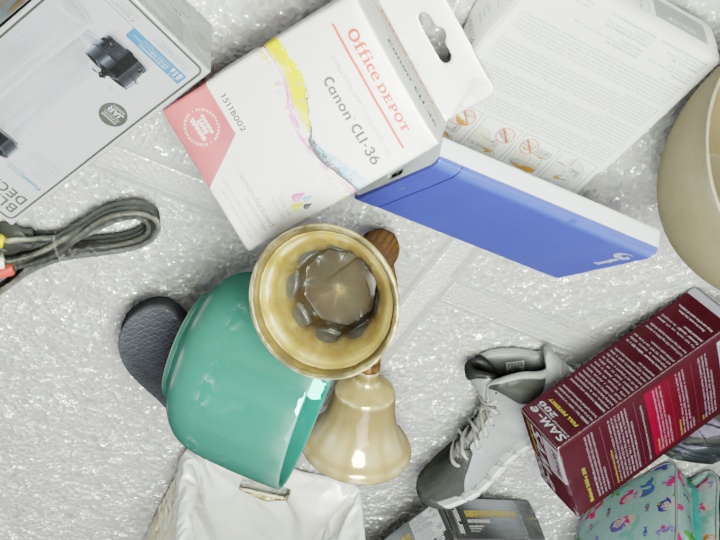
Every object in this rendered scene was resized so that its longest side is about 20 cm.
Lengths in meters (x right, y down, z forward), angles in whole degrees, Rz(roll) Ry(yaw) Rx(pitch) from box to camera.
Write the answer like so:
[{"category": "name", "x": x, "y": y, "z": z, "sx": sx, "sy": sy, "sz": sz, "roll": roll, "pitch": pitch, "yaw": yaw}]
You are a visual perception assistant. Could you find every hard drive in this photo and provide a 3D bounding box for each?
[{"category": "hard drive", "x": 0.111, "y": -0.043, "z": 0.879, "sx": 0.198, "sy": 0.026, "sz": 0.132, "roll": 20, "pitch": 164, "yaw": -24}]

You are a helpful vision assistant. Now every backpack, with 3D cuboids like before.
[{"category": "backpack", "x": 0.302, "y": 0.313, "z": 1.182, "sx": 0.150, "sy": 0.178, "sz": 0.200, "roll": 40, "pitch": 124, "yaw": -10}]

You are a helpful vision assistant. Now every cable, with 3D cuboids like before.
[{"category": "cable", "x": -0.254, "y": -0.008, "z": 0.892, "sx": 0.197, "sy": 0.051, "sz": 0.098, "roll": -1, "pitch": 134, "yaw": -5}]

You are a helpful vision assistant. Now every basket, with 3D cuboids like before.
[{"category": "basket", "x": -0.110, "y": 0.308, "z": 1.111, "sx": 0.196, "sy": 0.202, "sz": 0.161, "roll": 17, "pitch": 134, "yaw": -21}]

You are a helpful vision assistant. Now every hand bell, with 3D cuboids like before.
[{"category": "hand bell", "x": 0.000, "y": 0.000, "z": 0.844, "sx": 0.103, "sy": 0.200, "sz": 0.106, "roll": 3, "pitch": 103, "yaw": 14}, {"category": "hand bell", "x": 0.010, "y": 0.076, "z": 0.998, "sx": 0.103, "sy": 0.105, "sz": 0.202, "roll": 3, "pitch": 120, "yaw": -10}]

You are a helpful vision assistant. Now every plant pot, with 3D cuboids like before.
[{"category": "plant pot", "x": 0.298, "y": -0.060, "z": 0.847, "sx": 0.198, "sy": 0.203, "sz": 0.134, "roll": 12, "pitch": 166, "yaw": -18}]

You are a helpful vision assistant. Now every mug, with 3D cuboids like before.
[{"category": "mug", "x": -0.087, "y": 0.084, "z": 0.909, "sx": 0.113, "sy": 0.153, "sz": 0.185, "roll": 21, "pitch": 161, "yaw": 5}]

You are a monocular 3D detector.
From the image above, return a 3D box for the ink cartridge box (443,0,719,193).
[{"category": "ink cartridge box", "x": 0.135, "y": -0.133, "z": 0.841, "sx": 0.160, "sy": 0.051, "sz": 0.200, "roll": 20, "pitch": 138, "yaw": -24}]

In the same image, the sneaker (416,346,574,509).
[{"category": "sneaker", "x": 0.111, "y": 0.134, "z": 1.067, "sx": 0.199, "sy": 0.075, "sz": 0.116, "roll": -37, "pitch": 123, "yaw": 12}]

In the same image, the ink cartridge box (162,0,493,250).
[{"category": "ink cartridge box", "x": -0.020, "y": -0.116, "z": 0.784, "sx": 0.199, "sy": 0.068, "sz": 0.117, "roll": -28, "pitch": 103, "yaw": 18}]

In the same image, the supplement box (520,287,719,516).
[{"category": "supplement box", "x": 0.247, "y": 0.117, "z": 1.019, "sx": 0.199, "sy": 0.061, "sz": 0.109, "roll": -33, "pitch": 133, "yaw": -11}]

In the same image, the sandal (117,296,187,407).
[{"category": "sandal", "x": -0.156, "y": 0.087, "z": 1.006, "sx": 0.075, "sy": 0.043, "sz": 0.201, "roll": -6, "pitch": 139, "yaw": 10}]

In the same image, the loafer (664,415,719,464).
[{"category": "loafer", "x": 0.387, "y": 0.148, "z": 1.111, "sx": 0.197, "sy": 0.073, "sz": 0.073, "roll": 2, "pitch": 128, "yaw": -11}]

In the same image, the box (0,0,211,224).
[{"category": "box", "x": -0.211, "y": -0.131, "z": 0.778, "sx": 0.199, "sy": 0.061, "sz": 0.117, "roll": -31, "pitch": 129, "yaw": 21}]

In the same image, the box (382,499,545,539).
[{"category": "box", "x": 0.073, "y": 0.309, "z": 1.198, "sx": 0.157, "sy": 0.049, "sz": 0.200, "roll": 11, "pitch": 134, "yaw": -46}]
